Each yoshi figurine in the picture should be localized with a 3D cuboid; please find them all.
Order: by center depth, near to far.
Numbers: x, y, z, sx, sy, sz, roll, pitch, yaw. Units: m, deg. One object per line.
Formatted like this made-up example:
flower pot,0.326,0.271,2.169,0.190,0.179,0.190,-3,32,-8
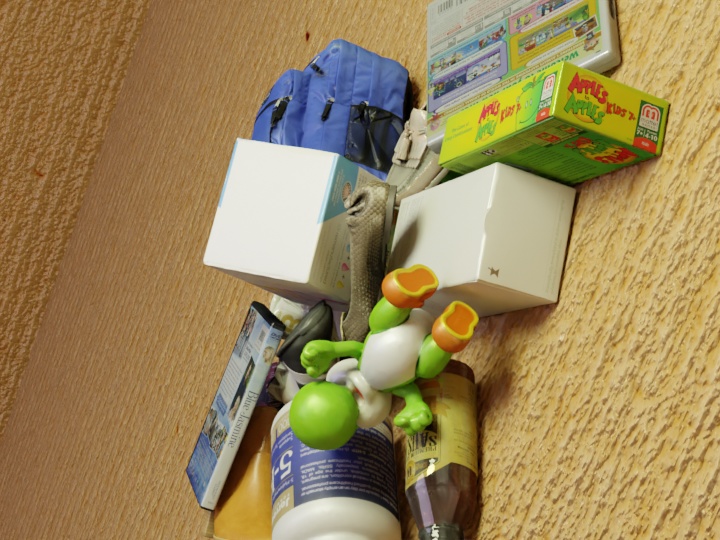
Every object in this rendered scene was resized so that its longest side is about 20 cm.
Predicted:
yoshi figurine,0.006,0.093,1.353,0.200,0.112,0.113,-50,37,35

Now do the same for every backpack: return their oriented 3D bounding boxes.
backpack,-0.030,-0.156,1.732,0.162,0.167,0.201,-40,31,54

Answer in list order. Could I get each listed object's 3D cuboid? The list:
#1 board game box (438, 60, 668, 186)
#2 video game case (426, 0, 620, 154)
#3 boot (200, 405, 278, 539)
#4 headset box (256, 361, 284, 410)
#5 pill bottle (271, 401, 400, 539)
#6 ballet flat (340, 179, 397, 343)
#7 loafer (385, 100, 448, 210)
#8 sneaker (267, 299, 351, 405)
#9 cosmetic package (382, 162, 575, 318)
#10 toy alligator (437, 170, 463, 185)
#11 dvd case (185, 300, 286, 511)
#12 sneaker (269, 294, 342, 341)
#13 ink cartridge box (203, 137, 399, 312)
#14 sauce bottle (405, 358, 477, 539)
board game box,0.156,-0.113,1.308,0.200,0.101,0.048,-18,57,65
video game case,0.143,-0.217,1.433,0.199,0.022,0.183,-25,46,32
boot,-0.105,0.209,1.583,0.201,0.070,0.145,-3,72,64
headset box,-0.086,0.188,1.730,0.149,0.075,0.201,-23,53,63
pill bottle,-0.023,0.223,1.458,0.120,0.119,0.201,-55,26,38
ballet flat,0.000,0.000,1.451,0.068,0.046,0.201,-81,-1,-49
loafer,0.075,-0.153,1.517,0.200,0.063,0.072,-54,30,-8
sneaker,-0.035,0.096,1.539,0.074,0.088,0.200,-48,-11,-22
cosmetic package,0.101,-0.020,1.401,0.200,0.084,0.108,-12,63,66
toy alligator,0.065,-0.035,1.549,0.201,0.054,0.059,-70,20,7
dvd case,-0.130,0.135,1.615,0.143,0.017,0.201,-147,78,-76
sneaker,-0.042,0.078,1.651,0.074,0.115,0.200,-65,23,15
ink cartridge box,-0.037,-0.035,1.554,0.125,0.200,0.129,10,82,32
sauce bottle,0.070,0.174,1.355,0.066,0.066,0.201,-50,30,46
